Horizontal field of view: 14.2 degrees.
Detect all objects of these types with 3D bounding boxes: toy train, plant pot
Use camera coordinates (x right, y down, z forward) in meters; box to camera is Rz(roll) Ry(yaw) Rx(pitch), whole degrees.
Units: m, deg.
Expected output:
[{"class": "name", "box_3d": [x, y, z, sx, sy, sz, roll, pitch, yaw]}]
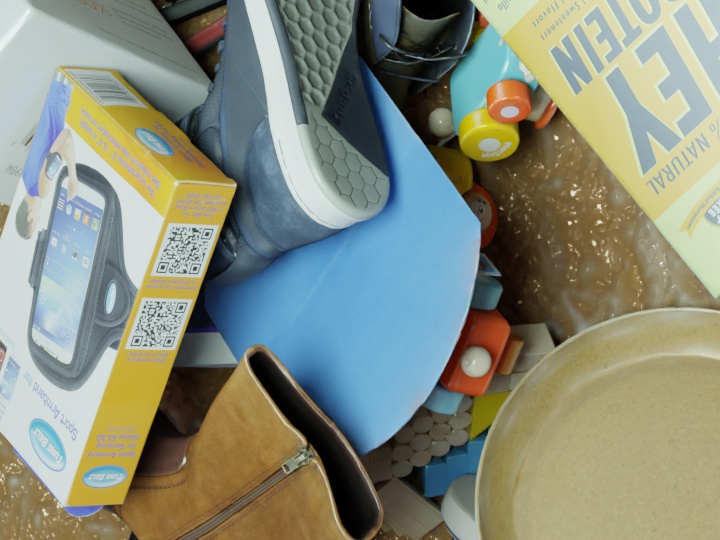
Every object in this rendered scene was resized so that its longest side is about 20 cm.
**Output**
[{"class": "toy train", "box_3d": [0.070, -0.034, 1.425, 0.055, 0.150, 0.201, 13, 103, -24]}, {"class": "plant pot", "box_3d": [0.155, 0.114, 1.400, 0.199, 0.028, 0.201, -3, 65, 6]}]

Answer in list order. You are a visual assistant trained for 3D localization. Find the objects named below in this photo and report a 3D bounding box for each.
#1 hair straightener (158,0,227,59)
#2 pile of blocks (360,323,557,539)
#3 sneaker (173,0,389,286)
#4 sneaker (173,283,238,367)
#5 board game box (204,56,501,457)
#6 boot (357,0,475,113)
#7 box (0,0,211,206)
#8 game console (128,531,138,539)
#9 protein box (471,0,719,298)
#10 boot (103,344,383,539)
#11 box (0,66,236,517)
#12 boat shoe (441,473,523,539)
[{"class": "hair straightener", "box_3d": [-0.104, -0.144, 1.523, 0.200, 0.041, 0.077, -29, 83, 30]}, {"class": "pile of blocks", "box_3d": [0.020, 0.085, 1.495, 0.200, 0.082, 0.062, -35, 40, 14]}, {"class": "sneaker", "box_3d": [-0.064, -0.091, 1.413, 0.146, 0.077, 0.203, -30, 57, 41]}, {"class": "sneaker", "box_3d": [-0.115, -0.023, 1.531, 0.199, 0.080, 0.147, 0, 88, 27]}, {"class": "board game box", "box_3d": [0.000, 0.000, 1.406, 0.158, 0.039, 0.200, -56, 44, 23]}, {"class": "boot", "box_3d": [0.005, -0.103, 1.438, 0.097, 0.074, 0.201, 11, 98, 64]}, {"class": "box", "box_3d": [-0.195, -0.134, 1.472, 0.106, 0.152, 0.200, -48, 55, 15]}, {"class": "game console", "box_3d": [-0.069, 0.218, 1.510, 0.199, 0.116, 0.177, 27, 106, 19]}, {"class": "protein box", "box_3d": [0.173, -0.115, 1.318, 0.135, 0.198, 0.200, -43, 79, 22]}, {"class": "boot", "box_3d": [-0.086, 0.083, 1.401, 0.189, 0.068, 0.200, 58, 152, 8]}, {"class": "box", "box_3d": [-0.134, 0.017, 1.386, 0.119, 0.041, 0.201, 42, 118, 43]}, {"class": "boat shoe", "box_3d": [0.114, 0.188, 1.449, 0.200, 0.075, 0.093, 32, 119, 23]}]
